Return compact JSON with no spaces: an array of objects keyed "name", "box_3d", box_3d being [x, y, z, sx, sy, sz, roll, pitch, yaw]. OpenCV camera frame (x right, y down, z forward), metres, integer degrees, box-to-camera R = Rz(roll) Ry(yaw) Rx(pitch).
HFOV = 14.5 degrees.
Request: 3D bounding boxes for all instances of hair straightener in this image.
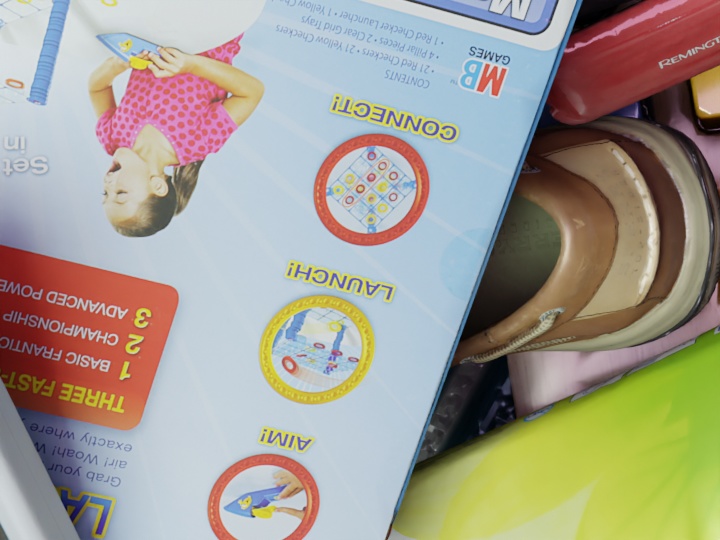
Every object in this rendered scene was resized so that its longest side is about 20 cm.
[{"name":"hair straightener","box_3d":[0.125,-0.110,0.712,0.199,0.041,0.077,-26,56,13]}]

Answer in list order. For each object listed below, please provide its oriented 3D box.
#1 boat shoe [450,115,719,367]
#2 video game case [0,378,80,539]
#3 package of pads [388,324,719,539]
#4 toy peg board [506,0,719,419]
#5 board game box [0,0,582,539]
[{"name":"boat shoe","box_3d":[0.000,0.000,0.765,0.199,0.074,0.076,-17,84,39]},{"name":"video game case","box_3d":[-0.154,0.071,0.650,0.181,0.200,0.023,-6,52,9]},{"name":"package of pads","box_3d":[0.084,0.127,0.723,0.154,0.068,0.201,-25,78,22]},{"name":"toy peg board","box_3d":[0.128,-0.032,0.772,0.198,0.098,0.201,-9,88,8]},{"name":"board game box","box_3d":[-0.065,-0.035,0.652,0.199,0.056,0.197,14,108,-17]}]
